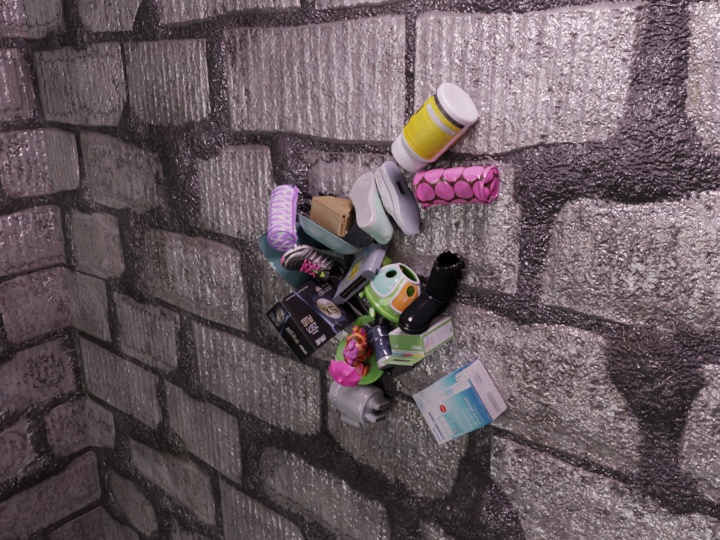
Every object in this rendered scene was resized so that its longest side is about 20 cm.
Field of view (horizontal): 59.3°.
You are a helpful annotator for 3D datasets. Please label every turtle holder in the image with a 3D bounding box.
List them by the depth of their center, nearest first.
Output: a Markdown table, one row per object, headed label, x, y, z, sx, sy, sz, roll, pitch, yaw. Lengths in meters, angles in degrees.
| label | x | y | z | sx | sy | sz | roll | pitch | yaw |
| --- | --- | --- | --- | --- | --- | --- | --- | --- | --- |
| turtle holder | 0.088 | 0.047 | 1.658 | 0.140 | 0.186 | 0.132 | 32 | 113 | -10 |

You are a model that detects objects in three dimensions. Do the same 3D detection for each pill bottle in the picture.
| label | x | y | z | sx | sy | sz | roll | pitch | yaw |
| --- | --- | --- | --- | --- | --- | --- | --- | --- | --- |
| pill bottle | 0.167 | -0.325 | 1.467 | 0.200 | 0.114 | 0.115 | -42 | 75 | 40 |

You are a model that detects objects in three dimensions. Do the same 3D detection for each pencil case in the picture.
| label | x | y | z | sx | sy | sz | roll | pitch | yaw |
| --- | --- | --- | --- | --- | --- | --- | --- | --- | --- |
| pencil case | 0.224 | -0.193 | 1.477 | 0.198 | 0.090 | 0.095 | 2 | 96 | 39 |
| pencil case | -0.211 | -0.147 | 1.745 | 0.085 | 0.084 | 0.202 | -28 | 45 | 23 |

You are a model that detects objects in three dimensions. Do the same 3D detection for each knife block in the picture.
| label | x | y | z | sx | sy | sz | roll | pitch | yaw |
| --- | --- | --- | --- | --- | --- | --- | --- | --- | --- |
| knife block | -0.102 | -0.162 | 1.723 | 0.173 | 0.200 | 0.065 | 11 | 111 | 7 |

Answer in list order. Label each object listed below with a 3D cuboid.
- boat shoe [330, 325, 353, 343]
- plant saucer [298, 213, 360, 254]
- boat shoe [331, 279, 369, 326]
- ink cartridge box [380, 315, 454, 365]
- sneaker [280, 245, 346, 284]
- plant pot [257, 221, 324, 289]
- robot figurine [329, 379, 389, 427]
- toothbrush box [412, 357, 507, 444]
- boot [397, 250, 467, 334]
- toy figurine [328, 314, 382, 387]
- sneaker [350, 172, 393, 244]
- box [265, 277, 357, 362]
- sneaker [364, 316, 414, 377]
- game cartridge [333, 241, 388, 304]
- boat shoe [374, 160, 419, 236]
| label | x | y | z | sx | sy | sz | roll | pitch | yaw |
| --- | --- | --- | --- | --- | --- | --- | --- | --- | --- |
| boat shoe | -0.082 | 0.183 | 1.879 | 0.199 | 0.069 | 0.072 | 29 | 119 | 31 |
| plant saucer | -0.092 | -0.089 | 1.721 | 0.200 | 0.201 | 0.039 | 32 | 93 | 30 |
| boat shoe | -0.046 | 0.065 | 1.811 | 0.066 | 0.072 | 0.201 | -40 | 77 | 37 |
| ink cartridge box | 0.140 | 0.171 | 1.587 | 0.103 | 0.199 | 0.060 | -1 | 105 | 41 |
| sneaker | -0.119 | -0.011 | 1.718 | 0.074 | 0.198 | 0.088 | -59 | 41 | 33 |
| plant pot | -0.182 | -0.062 | 1.833 | 0.134 | 0.200 | 0.201 | -40 | 74 | 9 |
| robot figurine | -0.012 | 0.371 | 1.845 | 0.199 | 0.112 | 0.172 | 24 | 101 | 34 |
| toothbrush box | 0.251 | 0.337 | 1.620 | 0.200 | 0.085 | 0.148 | -37 | 78 | 43 |
| boot | 0.174 | 0.050 | 1.529 | 0.073 | 0.197 | 0.164 | 35 | 130 | 25 |
| toy figurine | -0.015 | 0.232 | 1.699 | 0.148 | 0.184 | 0.203 | 16 | 99 | 13 |
| sneaker | 0.035 | -0.158 | 1.659 | 0.073 | 0.118 | 0.202 | -23 | 47 | 24 |
| box | -0.131 | 0.124 | 1.727 | 0.165 | 0.199 | 0.086 | 54 | 131 | 3 |
| sneaker | 0.077 | 0.202 | 1.698 | 0.076 | 0.202 | 0.148 | -25 | 65 | 9 |
| game cartridge | 0.000 | 0.000 | 1.706 | 0.040 | 0.134 | 0.200 | 36 | 138 | -10 |
| boat shoe | 0.091 | -0.177 | 1.620 | 0.065 | 0.073 | 0.202 | -30 | 73 | 47 |
